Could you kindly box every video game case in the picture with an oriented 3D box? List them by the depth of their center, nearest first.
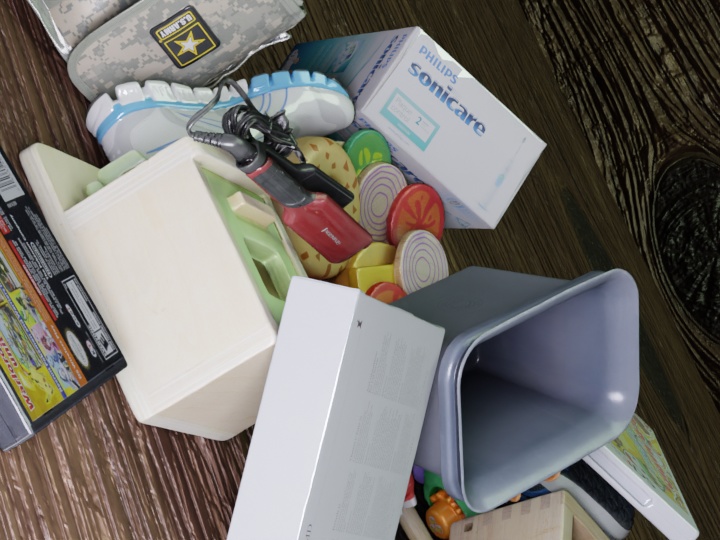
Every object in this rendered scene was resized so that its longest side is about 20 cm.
[{"bbox_3d":[-0.211,-0.010,1.248,0.201,0.025,0.181,60,13,-3],"label":"video game case"},{"bbox_3d":[0.178,0.112,1.755,0.182,0.023,0.200,43,11,-16],"label":"video game case"}]

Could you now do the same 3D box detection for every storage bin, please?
[{"bbox_3d":[0.082,0.075,1.560,0.199,0.134,0.147,-23,118,-43],"label":"storage bin"}]

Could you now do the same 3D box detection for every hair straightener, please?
[{"bbox_3d":[-0.058,-0.069,1.439,0.200,0.041,0.077,31,32,-56],"label":"hair straightener"}]

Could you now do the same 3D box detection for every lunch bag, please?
[{"bbox_3d":[-0.152,-0.214,1.596,0.201,0.164,0.118,56,8,-10],"label":"lunch bag"}]

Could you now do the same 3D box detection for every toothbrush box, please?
[{"bbox_3d":[0.025,-0.106,1.747,0.146,0.086,0.200,40,-18,-25],"label":"toothbrush box"}]

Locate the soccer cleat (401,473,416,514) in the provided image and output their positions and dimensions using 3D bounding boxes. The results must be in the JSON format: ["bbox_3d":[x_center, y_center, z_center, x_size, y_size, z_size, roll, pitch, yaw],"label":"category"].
[{"bbox_3d":[-0.015,0.143,1.550,0.086,0.068,0.200,63,18,-1],"label":"soccer cleat"}]

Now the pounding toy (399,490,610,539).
[{"bbox_3d":[0.114,0.260,1.665,0.200,0.142,0.185,48,35,-35],"label":"pounding toy"}]

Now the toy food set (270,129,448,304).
[{"bbox_3d":[0.000,0.000,1.612,0.197,0.048,0.201,-7,89,-53],"label":"toy food set"}]

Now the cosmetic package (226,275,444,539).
[{"bbox_3d":[-0.017,0.116,1.382,0.151,0.051,0.201,27,76,-68],"label":"cosmetic package"}]

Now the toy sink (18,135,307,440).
[{"bbox_3d":[-0.108,-0.009,1.433,0.201,0.112,0.130,63,13,19],"label":"toy sink"}]

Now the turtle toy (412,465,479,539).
[{"bbox_3d":[0.100,0.165,1.836,0.145,0.101,0.200,30,24,-26],"label":"turtle toy"}]

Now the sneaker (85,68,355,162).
[{"bbox_3d":[-0.090,-0.085,1.586,0.087,0.199,0.075,68,-28,24],"label":"sneaker"}]

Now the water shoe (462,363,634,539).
[{"bbox_3d":[0.118,0.152,1.696,0.200,0.079,0.072,41,30,-21],"label":"water shoe"}]
